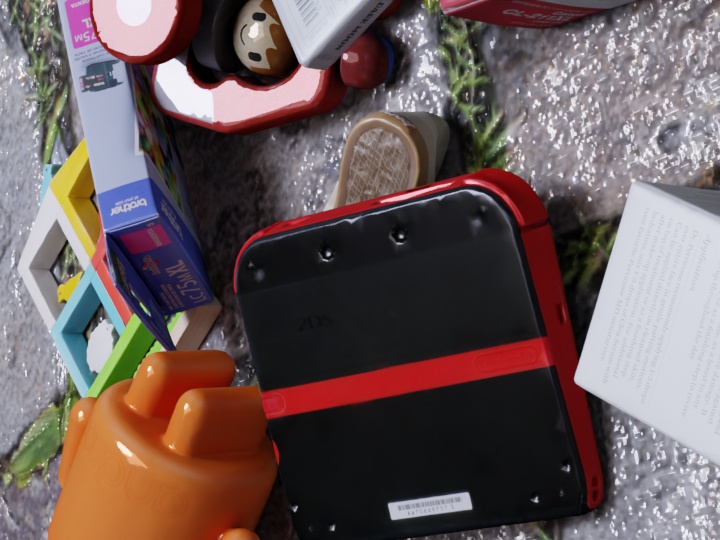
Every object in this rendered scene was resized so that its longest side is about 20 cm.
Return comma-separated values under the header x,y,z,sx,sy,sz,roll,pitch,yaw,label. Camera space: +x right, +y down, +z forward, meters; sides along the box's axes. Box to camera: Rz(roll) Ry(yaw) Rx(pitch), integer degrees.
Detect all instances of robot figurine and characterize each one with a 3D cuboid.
x,y,z,sx,sy,sz,roll,pitch,yaw,label
-0.120,0.143,1.278,0.143,0.117,0.201,23,111,2,robot figurine

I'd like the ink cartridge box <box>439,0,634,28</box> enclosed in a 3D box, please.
x,y,z,sx,sy,sz,roll,pitch,yaw,label
0.127,-0.209,1.035,0.199,0.082,0.147,-12,78,49,ink cartridge box

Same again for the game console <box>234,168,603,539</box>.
x,y,z,sx,sy,sz,roll,pitch,yaw,label
0.026,0.049,1.137,0.199,0.031,0.179,-13,93,38,game console

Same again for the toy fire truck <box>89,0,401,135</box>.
x,y,z,sx,sy,sz,roll,pitch,yaw,label
-0.049,-0.174,1.234,0.167,0.112,0.202,17,100,28,toy fire truck

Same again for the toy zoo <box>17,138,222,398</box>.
x,y,z,sx,sy,sz,roll,pitch,yaw,label
-0.165,0.000,1.412,0.132,0.020,0.201,-56,49,31,toy zoo

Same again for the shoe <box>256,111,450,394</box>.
x,y,z,sx,sy,sz,roll,pitch,yaw,label
0.000,0.000,1.202,0.070,0.053,0.201,31,118,15,shoe

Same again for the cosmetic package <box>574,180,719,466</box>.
x,y,z,sx,sy,sz,roll,pitch,yaw,label
0.194,0.040,0.947,0.199,0.071,0.102,31,110,47,cosmetic package

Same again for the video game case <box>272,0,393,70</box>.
x,y,z,sx,sy,sz,roll,pitch,yaw,label
-0.005,-0.235,1.101,0.182,0.023,0.201,-43,58,36,video game case

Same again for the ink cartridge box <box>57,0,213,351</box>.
x,y,z,sx,sy,sz,roll,pitch,yaw,label
-0.130,-0.059,1.296,0.042,0.120,0.202,-15,62,6,ink cartridge box
